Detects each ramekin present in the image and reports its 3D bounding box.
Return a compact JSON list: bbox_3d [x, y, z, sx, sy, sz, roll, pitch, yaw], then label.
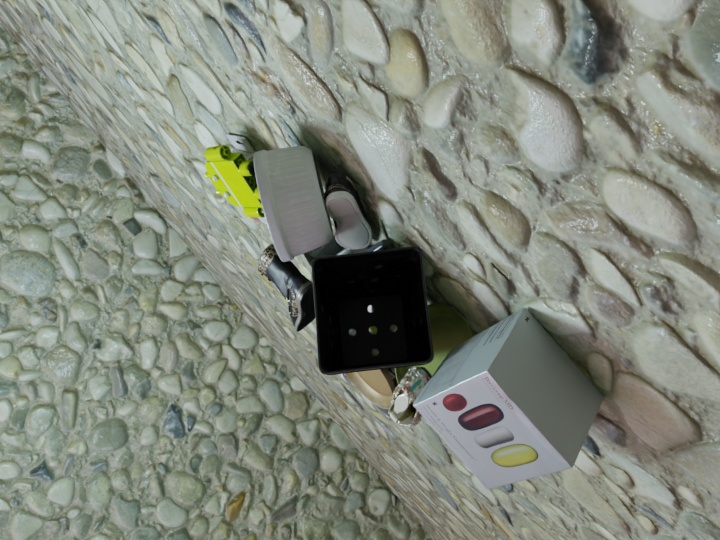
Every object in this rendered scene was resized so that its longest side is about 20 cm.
[{"bbox_3d":[-0.117,-0.127,1.212,0.200,0.102,0.206,-15,-89,-89],"label":"ramekin"}]

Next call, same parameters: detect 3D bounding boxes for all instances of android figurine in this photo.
[{"bbox_3d":[-0.269,-0.193,1.449,0.197,0.041,0.184,8,138,45],"label":"android figurine"}]

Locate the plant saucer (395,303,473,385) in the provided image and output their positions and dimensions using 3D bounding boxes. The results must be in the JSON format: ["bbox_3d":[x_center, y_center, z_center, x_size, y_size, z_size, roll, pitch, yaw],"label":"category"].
[{"bbox_3d":[0.144,0.166,1.251,0.031,0.205,0.198,14,-171,-41],"label":"plant saucer"}]

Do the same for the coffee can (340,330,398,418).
[{"bbox_3d":[0.061,0.257,1.645,0.198,0.146,0.148,31,157,41],"label":"coffee can"}]

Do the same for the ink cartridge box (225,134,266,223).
[{"bbox_3d":[-0.258,-0.209,1.544,0.115,0.067,0.202,20,147,52],"label":"ink cartridge box"}]

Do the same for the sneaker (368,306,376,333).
[{"bbox_3d":[0.015,0.079,1.481,0.084,0.075,0.201,31,158,17],"label":"sneaker"}]

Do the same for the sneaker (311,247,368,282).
[{"bbox_3d":[0.000,0.000,1.416,0.116,0.076,0.197,12,165,-42],"label":"sneaker"}]

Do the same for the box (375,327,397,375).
[{"bbox_3d":[0.137,0.180,1.360,0.198,0.117,0.061,25,156,47],"label":"box"}]

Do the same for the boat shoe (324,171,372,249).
[{"bbox_3d":[-0.024,-0.105,1.227,0.201,0.072,0.062,59,-157,-60],"label":"boat shoe"}]

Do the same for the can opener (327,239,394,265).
[{"bbox_3d":[-0.016,-0.010,1.294,0.066,0.053,0.198,43,139,-21],"label":"can opener"}]

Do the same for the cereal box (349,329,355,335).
[{"bbox_3d":[-0.037,0.150,1.544,0.142,0.039,0.204,21,137,49],"label":"cereal box"}]

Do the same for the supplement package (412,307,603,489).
[{"bbox_3d":[0.227,0.206,1.047,0.192,0.147,0.200,47,142,-2],"label":"supplement package"}]

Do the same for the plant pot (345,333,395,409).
[{"bbox_3d":[0.010,0.213,1.457,0.199,0.027,0.202,42,153,26],"label":"plant pot"}]

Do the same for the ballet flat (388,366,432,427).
[{"bbox_3d":[0.079,0.235,1.190,0.075,0.064,0.202,41,150,22],"label":"ballet flat"}]

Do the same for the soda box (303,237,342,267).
[{"bbox_3d":[-0.058,0.010,1.534,0.063,0.068,0.202,27,153,48],"label":"soda box"}]

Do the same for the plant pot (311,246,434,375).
[{"bbox_3d":[0.020,0.091,1.219,0.178,0.194,0.205,86,178,-73],"label":"plant pot"}]

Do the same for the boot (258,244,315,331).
[{"bbox_3d":[-0.160,0.040,1.497,0.151,0.073,0.201,46,159,17],"label":"boot"}]
